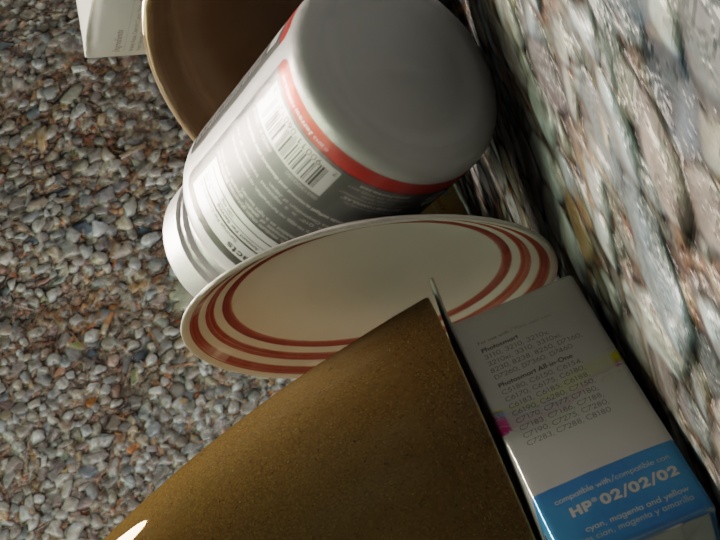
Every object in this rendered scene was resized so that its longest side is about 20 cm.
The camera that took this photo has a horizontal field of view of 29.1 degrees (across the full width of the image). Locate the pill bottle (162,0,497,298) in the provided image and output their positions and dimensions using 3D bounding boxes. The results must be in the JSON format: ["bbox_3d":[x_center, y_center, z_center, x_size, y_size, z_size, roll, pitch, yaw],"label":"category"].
[{"bbox_3d":[-0.026,-0.056,0.738,0.200,0.116,0.116,-41,66,51],"label":"pill bottle"}]

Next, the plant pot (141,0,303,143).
[{"bbox_3d":[-0.022,-0.136,0.820,0.093,0.200,0.201,-54,-45,-41],"label":"plant pot"}]

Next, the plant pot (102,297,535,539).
[{"bbox_3d":[-0.020,0.137,0.685,0.186,0.199,0.187,157,90,-90],"label":"plant pot"}]

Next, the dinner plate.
[{"bbox_3d":[0.004,0.011,0.727,0.200,0.199,0.024,70,-172,-68],"label":"dinner plate"}]

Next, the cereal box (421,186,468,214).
[{"bbox_3d":[-0.010,-0.086,1.056,0.200,0.040,0.144,25,156,47],"label":"cereal box"}]

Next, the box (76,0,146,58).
[{"bbox_3d":[-0.150,-0.305,1.123,0.200,0.171,0.200,129,131,-66],"label":"box"}]

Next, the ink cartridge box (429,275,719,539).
[{"bbox_3d":[0.102,0.087,0.651,0.200,0.068,0.115,-113,1,-51],"label":"ink cartridge box"}]
